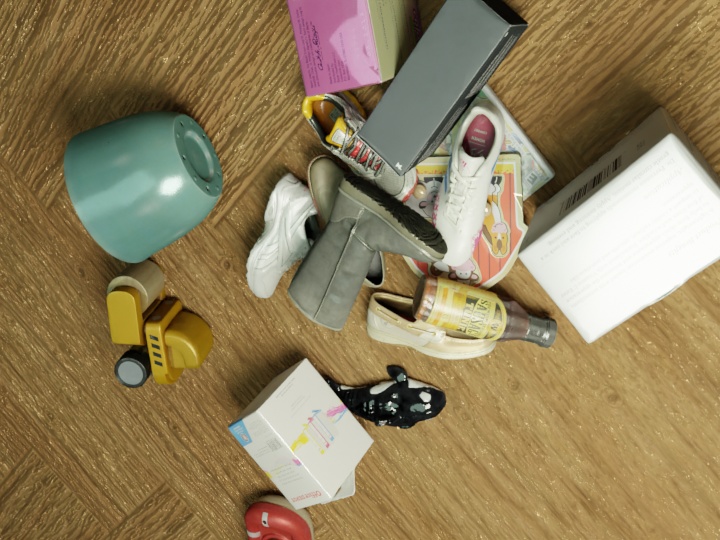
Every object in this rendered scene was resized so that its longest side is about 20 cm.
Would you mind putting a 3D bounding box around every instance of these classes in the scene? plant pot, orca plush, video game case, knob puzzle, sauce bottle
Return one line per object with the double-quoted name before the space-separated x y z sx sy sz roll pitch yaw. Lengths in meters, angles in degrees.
"plant pot" -0.297 -0.135 0.970 0.157 0.201 0.205 -20 103 14
"orca plush" 0.031 0.206 1.036 0.195 0.071 0.108 15 115 16
"video game case" 0.127 -0.149 0.887 0.181 0.023 0.201 -38 93 29
"knob puzzle" 0.128 -0.050 0.895 0.213 0.030 0.226 8 113 18
"sauce bottle" 0.169 0.059 0.898 0.194 0.066 0.068 14 116 -6

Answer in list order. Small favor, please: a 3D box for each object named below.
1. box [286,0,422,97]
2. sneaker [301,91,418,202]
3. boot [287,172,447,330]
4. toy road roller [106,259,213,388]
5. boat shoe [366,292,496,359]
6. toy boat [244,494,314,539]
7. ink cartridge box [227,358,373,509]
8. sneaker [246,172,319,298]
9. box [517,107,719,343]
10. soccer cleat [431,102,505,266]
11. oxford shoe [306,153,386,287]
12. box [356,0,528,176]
"box" -0.004 -0.313 0.773 0.094 0.200 0.181 -4 110 23
"sneaker" -0.006 -0.162 0.877 0.200 0.082 0.078 45 117 16
"boot" 0.002 0.000 0.870 0.180 0.072 0.203 37 116 21
"toy road roller" -0.327 0.090 1.111 0.141 0.123 0.206 0 112 5
"boat shoe" 0.097 0.074 0.957 0.194 0.074 0.071 7 119 20
"toy boat" -0.156 0.511 1.196 0.127 0.131 0.206 3 112 19
"ink cartridge box" -0.087 0.270 1.060 0.201 0.125 0.128 50 141 -5
"sneaker" -0.107 -0.035 0.996 0.097 0.078 0.204 25 118 6
"box" 0.302 -0.057 0.754 0.198 0.200 0.131 -41 91 29
"soccer cleat" 0.126 -0.105 0.817 0.068 0.086 0.206 15 100 15
"oxford shoe" -0.011 -0.069 0.933 0.069 0.075 0.203 -31 105 -6
"box" 0.097 -0.223 0.779 0.078 0.141 0.201 39 118 2
